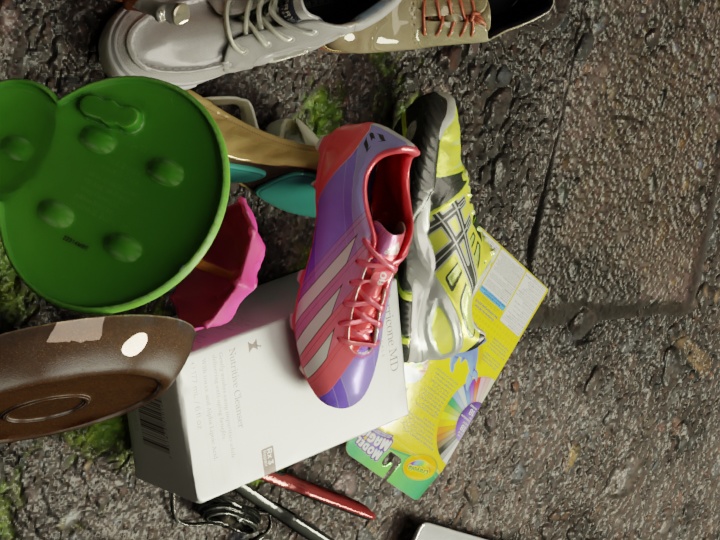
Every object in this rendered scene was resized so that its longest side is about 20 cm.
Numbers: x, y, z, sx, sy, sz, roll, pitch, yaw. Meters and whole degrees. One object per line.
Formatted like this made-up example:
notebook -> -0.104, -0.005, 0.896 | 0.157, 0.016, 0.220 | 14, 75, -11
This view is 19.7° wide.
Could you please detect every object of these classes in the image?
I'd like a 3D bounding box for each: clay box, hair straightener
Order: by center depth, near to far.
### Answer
hair straightener -> -0.072, 0.184, 1.540 | 0.200, 0.041, 0.077 | 29, 86, -46
clay box -> 0.055, 0.068, 1.610 | 0.115, 0.048, 0.200 | 40, 80, -45

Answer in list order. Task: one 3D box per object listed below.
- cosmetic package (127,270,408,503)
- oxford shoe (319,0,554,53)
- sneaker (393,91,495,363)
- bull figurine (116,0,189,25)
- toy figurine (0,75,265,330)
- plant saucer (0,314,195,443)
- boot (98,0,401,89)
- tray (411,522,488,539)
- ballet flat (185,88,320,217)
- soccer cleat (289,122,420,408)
cosmetic package -> -0.066, 0.075, 1.466 | 0.200, 0.081, 0.113 | -21, 113, -35
oxford shoe -> 0.054, -0.192, 1.478 | 0.200, 0.075, 0.071 | -21, 123, -35
sneaker -> 0.058, -0.032, 1.529 | 0.076, 0.075, 0.201 | 0, 101, -20
bull figurine -> -0.087, -0.216, 1.309 | 0.200, 0.121, 0.065 | -29, 124, -26
toy figurine -> -0.143, -0.028, 1.318 | 0.151, 0.200, 0.184 | -62, 156, -9
plant saucer -> -0.196, 0.072, 1.276 | 0.200, 0.200, 0.032 | 1, 69, -44
boot -> -0.066, -0.169, 1.338 | 0.200, 0.095, 0.074 | -22, 96, -29
tray -> 0.086, 0.275, 1.745 | 0.200, 0.022, 0.108 | 23, 90, -46
ballet flat -> -0.065, -0.084, 1.423 | 0.200, 0.068, 0.063 | 15, 67, -48
soccer cleat -> 0.000, 0.000, 1.402 | 0.067, 0.076, 0.201 | -3, 103, -41
